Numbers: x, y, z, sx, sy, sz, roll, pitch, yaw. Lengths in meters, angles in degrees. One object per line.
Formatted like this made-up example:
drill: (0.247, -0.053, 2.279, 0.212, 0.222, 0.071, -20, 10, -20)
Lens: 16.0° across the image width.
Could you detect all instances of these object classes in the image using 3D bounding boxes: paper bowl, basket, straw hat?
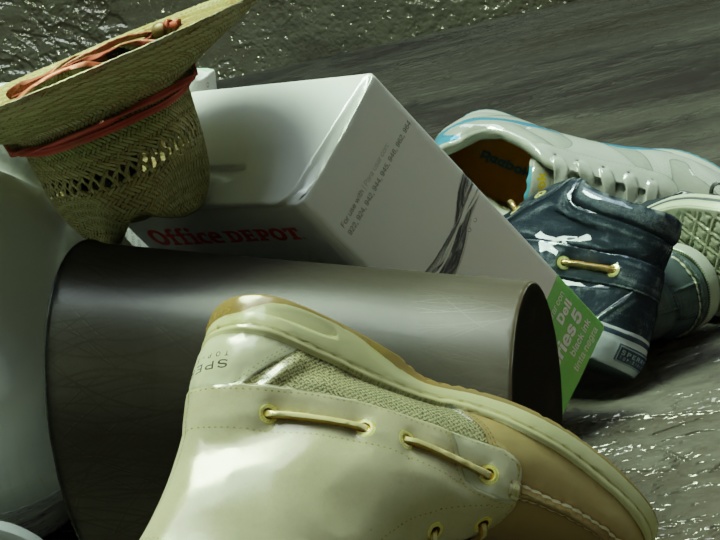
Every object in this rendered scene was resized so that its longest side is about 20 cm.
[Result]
paper bowl: (-0.198, 0.030, 1.219, 0.200, 0.201, 0.104, -18, -21, -18)
basket: (-0.018, 0.063, 1.135, 0.199, 0.181, 0.136, -3, 42, 16)
straw hat: (-0.111, -0.058, 1.173, 0.201, 0.085, 0.201, -21, 9, 4)

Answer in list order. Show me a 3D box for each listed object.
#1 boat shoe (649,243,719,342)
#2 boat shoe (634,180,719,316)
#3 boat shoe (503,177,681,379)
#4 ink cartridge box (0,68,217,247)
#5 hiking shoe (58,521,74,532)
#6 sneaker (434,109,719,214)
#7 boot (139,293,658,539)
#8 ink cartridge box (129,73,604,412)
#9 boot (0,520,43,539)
boat shoe: (0.099, 0.014, 1.430, 0.200, 0.073, 0.062, 1, 16, 33)
boat shoe: (0.192, -0.013, 1.450, 0.062, 0.075, 0.200, -26, 10, -28)
boat shoe: (0.081, -0.007, 1.384, 0.200, 0.091, 0.071, 15, -10, 35)
ink cartridge box: (-0.169, -0.020, 1.331, 0.199, 0.161, 0.050, -2, 8, 12)
hiking shoe: (-0.143, 0.098, 1.299, 0.199, 0.076, 0.101, -15, 7, -9)
sneaker: (0.137, -0.045, 1.566, 0.199, 0.077, 0.081, 14, 15, 15)
boot: (0.010, 0.115, 0.988, 0.073, 0.200, 0.156, -48, 18, 54)
ink cartridge box: (0.000, 0.000, 1.261, 0.145, 0.200, 0.084, -1, 51, 48)
boot: (-0.228, 0.146, 1.175, 0.199, 0.074, 0.096, -10, 10, 5)
